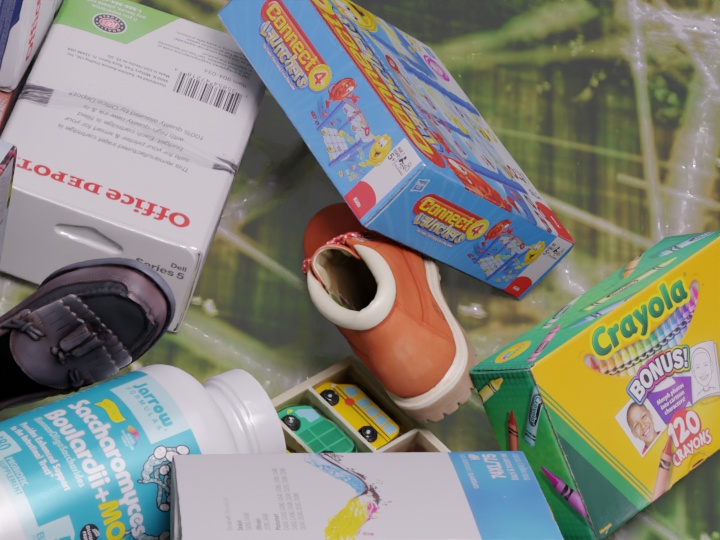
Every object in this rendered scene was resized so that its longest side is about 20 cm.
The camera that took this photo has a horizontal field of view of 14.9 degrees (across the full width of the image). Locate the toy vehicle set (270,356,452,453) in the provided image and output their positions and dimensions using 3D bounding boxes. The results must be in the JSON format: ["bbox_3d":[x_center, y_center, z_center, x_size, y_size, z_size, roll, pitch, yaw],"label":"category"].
[{"bbox_3d":[0.013,0.148,1.647,0.124,0.027,0.200,-29,61,-35],"label":"toy vehicle set"}]

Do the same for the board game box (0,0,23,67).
[{"bbox_3d":[-0.307,-0.178,1.660,0.200,0.200,0.062,22,31,4],"label":"board game box"}]

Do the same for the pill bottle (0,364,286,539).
[{"bbox_3d":[-0.144,0.121,1.561,0.200,0.111,0.111,-22,57,-27],"label":"pill bottle"}]

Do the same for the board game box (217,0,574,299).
[{"bbox_3d":[0.025,-0.090,1.778,0.196,0.056,0.200,24,27,-55],"label":"board game box"}]

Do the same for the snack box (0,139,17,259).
[{"bbox_3d":[-0.314,-0.049,1.656,0.200,0.142,0.053,22,47,4],"label":"snack box"}]

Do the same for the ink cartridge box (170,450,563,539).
[{"bbox_3d":[-0.003,0.187,1.473,0.200,0.147,0.146,0,16,-6],"label":"ink cartridge box"}]

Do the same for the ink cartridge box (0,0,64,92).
[{"bbox_3d":[-0.219,-0.236,1.769,0.084,0.144,0.200,18,44,1],"label":"ink cartridge box"}]

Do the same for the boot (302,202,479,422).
[{"bbox_3d":[0.000,0.000,1.701,0.075,0.107,0.200,-42,37,5],"label":"boot"}]

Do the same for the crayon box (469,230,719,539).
[{"bbox_3d":[0.169,0.070,1.700,0.200,0.058,0.119,-32,106,-36],"label":"crayon box"}]

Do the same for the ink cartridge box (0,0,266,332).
[{"bbox_3d":[-0.152,-0.075,1.764,0.145,0.084,0.200,19,45,-2],"label":"ink cartridge box"}]

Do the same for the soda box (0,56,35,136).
[{"bbox_3d":[-0.260,-0.103,1.778,0.068,0.064,0.200,15,45,-3],"label":"soda box"}]

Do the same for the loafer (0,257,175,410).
[{"bbox_3d":[-0.188,0.051,1.583,0.072,0.200,0.063,52,42,-20],"label":"loafer"}]
